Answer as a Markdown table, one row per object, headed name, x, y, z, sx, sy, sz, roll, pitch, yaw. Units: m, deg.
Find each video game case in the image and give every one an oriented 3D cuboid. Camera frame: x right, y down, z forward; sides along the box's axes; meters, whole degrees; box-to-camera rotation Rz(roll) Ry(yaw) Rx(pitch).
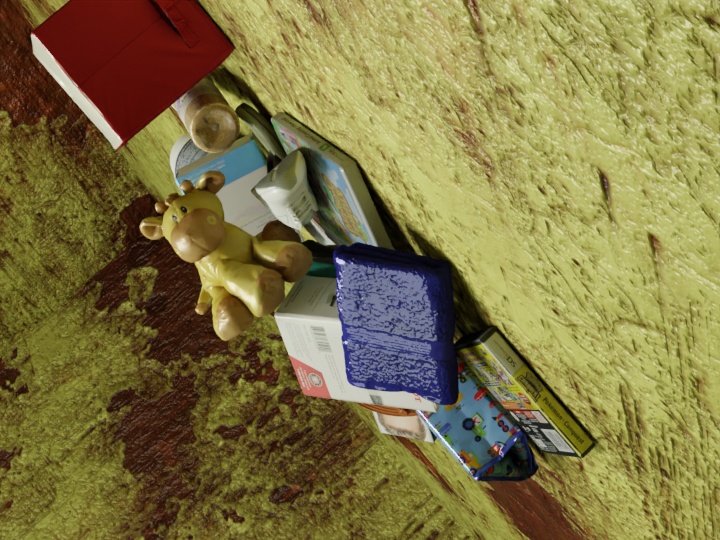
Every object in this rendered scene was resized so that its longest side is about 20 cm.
| name | x | y | z | sx | sy | sz | roll | pitch | yaw |
| --- | --- | --- | --- | --- | --- | --- | --- | --- | --- |
| video game case | -0.026 | -0.083 | 1.635 | 0.182 | 0.022 | 0.201 | 39 | 159 | 50 |
| video game case | 0.192 | 0.148 | 1.621 | 0.181 | 0.025 | 0.200 | 49 | 172 | 1 |

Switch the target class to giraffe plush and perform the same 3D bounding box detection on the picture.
| name | x | y | z | sx | sy | sz | roll | pitch | yaw |
| --- | --- | --- | --- | --- | --- | --- | --- | --- | --- |
| giraffe plush | -0.181 | -0.035 | 1.697 | 0.162 | 0.173 | 0.200 | 50 | 165 | -28 |

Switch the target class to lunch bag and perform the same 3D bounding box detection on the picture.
| name | x | y | z | sx | sy | sz | roll | pitch | yaw |
| --- | --- | --- | --- | --- | --- | --- | --- | --- | --- |
| lunch bag | 0.168 | 0.215 | 1.834 | 0.151 | 0.094 | 0.200 | 49 | -176 | 25 |

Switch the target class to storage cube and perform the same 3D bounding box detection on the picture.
| name | x | y | z | sx | sy | sz | roll | pitch | yaw |
| --- | --- | --- | --- | --- | --- | --- | --- | --- | --- |
| storage cube | -0.286 | -0.273 | 1.666 | 0.171 | 0.180 | 0.200 | 50 | 170 | -10 |

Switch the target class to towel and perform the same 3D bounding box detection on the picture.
| name | x | y | z | sx | sy | sz | roll | pitch | yaw |
| --- | --- | --- | --- | --- | --- | --- | --- | --- | --- |
| towel | 0.045 | 0.060 | 1.568 | 0.146 | 0.050 | 0.201 | 10 | 129 | 21 |

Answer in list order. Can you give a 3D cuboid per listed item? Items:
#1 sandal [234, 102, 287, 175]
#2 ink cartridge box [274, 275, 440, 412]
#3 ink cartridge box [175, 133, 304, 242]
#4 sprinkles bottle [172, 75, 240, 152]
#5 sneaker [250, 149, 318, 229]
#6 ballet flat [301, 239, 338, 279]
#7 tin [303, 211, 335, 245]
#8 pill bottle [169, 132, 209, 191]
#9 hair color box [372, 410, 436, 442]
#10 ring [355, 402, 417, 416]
| name | x | y | z | sx | sy | sz | roll | pitch | yaw |
| --- | --- | --- | --- | --- | --- | --- | --- | --- | --- |
| sandal | -0.105 | -0.132 | 1.772 | 0.201 | 0.057 | 0.080 | 49 | 172 | -8 |
| ink cartridge box | 0.010 | 0.092 | 1.709 | 0.198 | 0.083 | 0.148 | 5 | 132 | 28 |
| ink cartridge box | -0.163 | -0.073 | 1.896 | 0.129 | 0.124 | 0.201 | -126 | 11 | -78 |
| sprinkles bottle | -0.212 | -0.219 | 1.794 | 0.068 | 0.068 | 0.200 | 53 | 180 | -29 |
| sneaker | -0.082 | -0.094 | 1.633 | 0.080 | 0.070 | 0.200 | 49 | 175 | -4 |
| ballet flat | 0.000 | 0.000 | 1.743 | 0.198 | 0.069 | 0.068 | 19 | 132 | 15 |
| tin | -0.035 | -0.049 | 1.859 | 0.200 | 0.042 | 0.112 | 45 | 175 | 23 |
| pill bottle | -0.221 | -0.151 | 2.067 | 0.120 | 0.119 | 0.200 | 54 | 170 | -32 |
| hair color box | 0.055 | 0.156 | 1.968 | 0.099 | 0.061 | 0.201 | 6 | 133 | 35 |
| ring | 0.041 | 0.137 | 1.890 | 0.201 | 0.199 | 0.019 | 53 | -146 | -24 |
